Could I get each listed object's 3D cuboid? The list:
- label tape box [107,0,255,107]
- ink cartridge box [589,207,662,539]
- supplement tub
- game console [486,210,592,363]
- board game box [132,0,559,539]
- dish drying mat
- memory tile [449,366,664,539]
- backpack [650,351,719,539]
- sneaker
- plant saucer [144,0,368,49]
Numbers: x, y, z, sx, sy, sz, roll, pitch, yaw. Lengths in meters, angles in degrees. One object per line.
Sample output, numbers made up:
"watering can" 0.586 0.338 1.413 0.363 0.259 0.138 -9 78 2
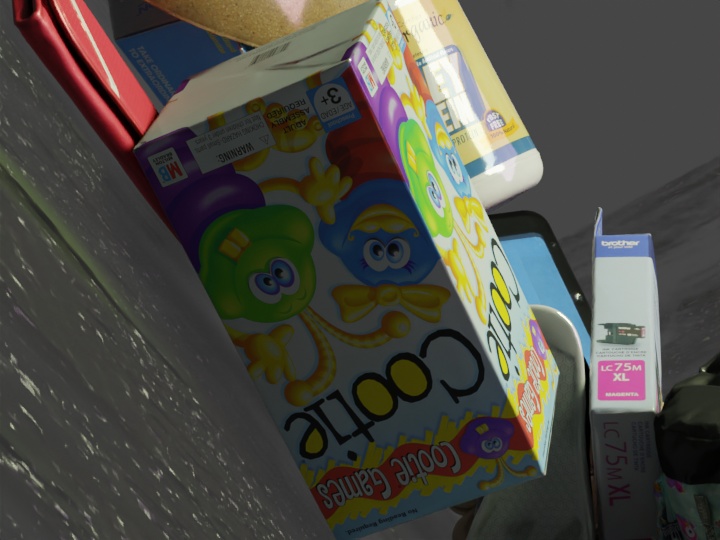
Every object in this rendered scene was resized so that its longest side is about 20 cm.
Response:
"label tape box" -0.068 -0.100 1.024 0.144 0.063 0.200 55 11 -37
"ink cartridge box" 0.150 0.064 1.121 0.200 0.042 0.119 -83 168 -56
"supplement tub" 0.020 -0.118 1.362 0.200 0.145 0.145 62 8 1
"game console" 0.100 0.008 1.551 0.176 0.116 0.200 52 12 -52
"board game box" 0.000 0.000 0.876 0.200 0.105 0.103 63 18 -17
"dish drying mat" -0.093 -0.057 0.879 0.200 0.018 0.077 56 10 -38
"memory tile" 0.123 0.123 1.176 0.200 0.153 0.017 -107 179 -59
"backpack" 0.229 0.134 1.034 0.127 0.167 0.200 13 -55 51
"sneaker" 0.097 0.118 1.089 0.099 0.071 0.200 0 93 -80
"plant saucer" -0.073 -0.176 0.965 0.200 0.035 0.200 25 28 -14
